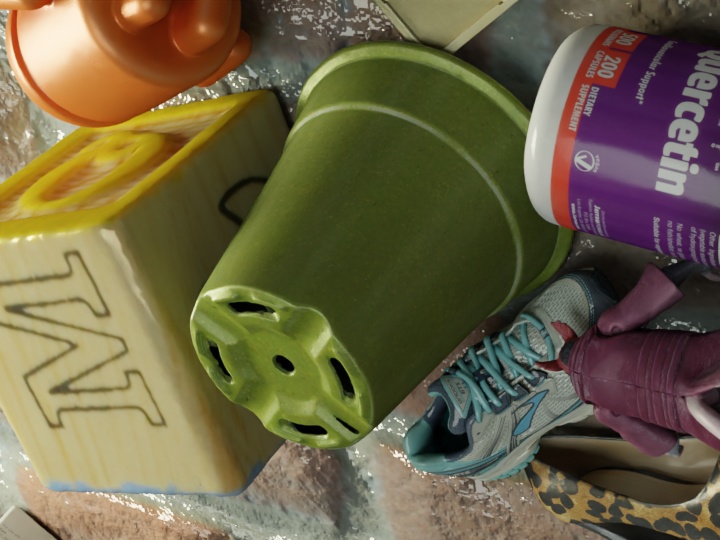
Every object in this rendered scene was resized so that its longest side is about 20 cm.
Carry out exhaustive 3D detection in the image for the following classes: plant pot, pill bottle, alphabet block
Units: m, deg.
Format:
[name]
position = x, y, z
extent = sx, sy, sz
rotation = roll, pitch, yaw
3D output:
[plant pot]
position = 0.000, 0.000, 0.861
extent = 0.199, 0.190, 0.201
rotation = 21, 140, 19
[pill bottle]
position = 0.194, -0.057, 0.760
extent = 0.199, 0.112, 0.113
rotation = 16, 129, 24
[alphabet block]
position = -0.141, 0.016, 0.988
extent = 0.196, 0.195, 0.201
rotation = -6, 118, 35

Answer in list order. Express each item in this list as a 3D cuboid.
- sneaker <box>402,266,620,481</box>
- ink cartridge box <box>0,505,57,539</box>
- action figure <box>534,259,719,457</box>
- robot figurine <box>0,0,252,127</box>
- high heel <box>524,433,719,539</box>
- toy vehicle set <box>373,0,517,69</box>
[sneaker]
position = 0.095, 0.075, 0.920
extent = 0.200, 0.086, 0.078
rotation = -58, 46, 40
[ink cartridge box]
position = -0.374, 0.341, 1.371
extent = 0.084, 0.200, 0.146
rotation = 38, 135, 0
[action figure]
position = 0.176, 0.068, 0.795
extent = 0.199, 0.149, 0.135
rotation = 7, 110, 37
[robot figurine]
position = -0.153, -0.157, 0.912
extent = 0.200, 0.144, 0.117
rotation = -16, 100, 54
[high heel]
position = 0.183, 0.114, 0.919
extent = 0.142, 0.071, 0.200
rotation = 33, 138, 9
[toy vehicle set]
position = 0.067, -0.213, 0.797
extent = 0.124, 0.027, 0.200
rotation = 50, 134, -6
